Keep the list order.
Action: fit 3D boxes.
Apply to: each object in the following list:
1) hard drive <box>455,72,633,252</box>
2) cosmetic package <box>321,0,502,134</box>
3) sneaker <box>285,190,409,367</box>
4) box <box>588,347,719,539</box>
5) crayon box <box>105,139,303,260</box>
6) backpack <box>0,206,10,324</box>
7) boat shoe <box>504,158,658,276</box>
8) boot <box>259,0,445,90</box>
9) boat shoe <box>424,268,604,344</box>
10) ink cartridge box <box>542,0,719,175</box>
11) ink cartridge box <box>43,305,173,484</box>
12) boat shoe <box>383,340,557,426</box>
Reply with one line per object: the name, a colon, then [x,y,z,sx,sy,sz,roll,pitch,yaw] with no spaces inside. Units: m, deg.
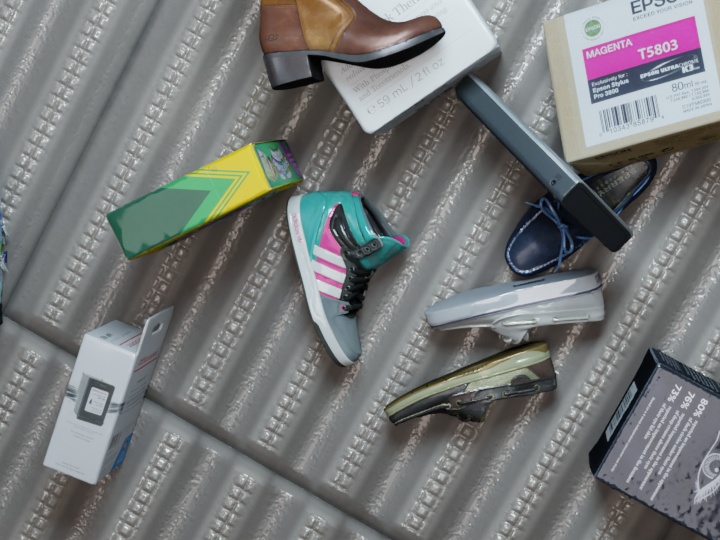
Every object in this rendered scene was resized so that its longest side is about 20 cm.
hard drive: [0.189,-0.113,1.510,0.033,0.139,0.200,-45,51,9]
cosmetic package: [0.029,-0.271,1.544,0.167,0.166,0.201,-34,91,10]
sneaker: [0.000,0.000,1.626,0.120,0.084,0.201,-15,94,18]
box: [0.372,0.200,1.590,0.199,0.104,0.149,29,99,2]
crayon box: [-0.163,-0.081,1.572,0.172,0.200,0.059,-26,93,9]
backpack: [-0.480,-0.041,1.656,0.162,0.154,0.201,5,119,9]
boat shoe: [0.235,-0.070,1.592,0.084,0.069,0.200,45,100,0]
boot: [-0.022,-0.296,1.444,0.187,0.068,0.201,-11,88,17]
boat shoe: [0.173,0.048,1.617,0.199,0.072,0.066,-13,100,5]
ink cartridge box: [0.303,-0.205,1.516,0.199,0.075,0.166,-15,75,26]
ink cartridge box: [-0.285,0.129,1.656,0.066,0.116,0.201,20,98,5]
boat shoe: [0.125,0.140,1.629,0.199,0.073,0.065,-22,89,9]
